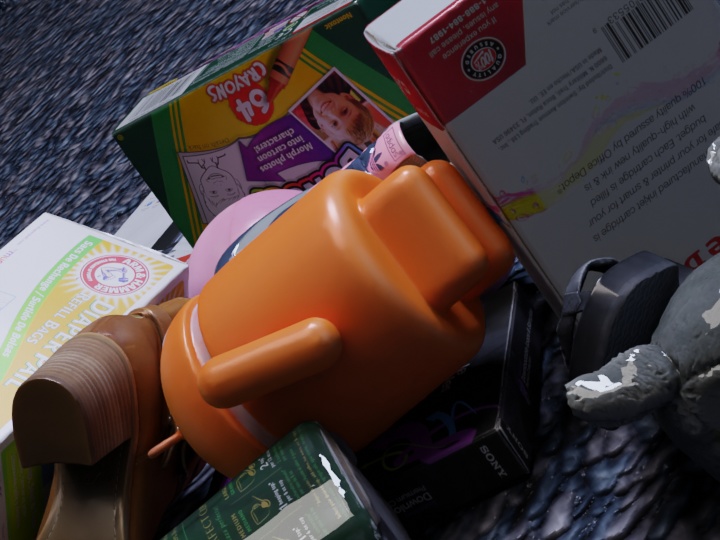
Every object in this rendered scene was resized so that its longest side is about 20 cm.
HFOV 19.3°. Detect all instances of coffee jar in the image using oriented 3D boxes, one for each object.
[{"bbox_3d":[-0.070,0.167,0.981,0.199,0.085,0.105,-35,41,3],"label":"coffee jar"}]

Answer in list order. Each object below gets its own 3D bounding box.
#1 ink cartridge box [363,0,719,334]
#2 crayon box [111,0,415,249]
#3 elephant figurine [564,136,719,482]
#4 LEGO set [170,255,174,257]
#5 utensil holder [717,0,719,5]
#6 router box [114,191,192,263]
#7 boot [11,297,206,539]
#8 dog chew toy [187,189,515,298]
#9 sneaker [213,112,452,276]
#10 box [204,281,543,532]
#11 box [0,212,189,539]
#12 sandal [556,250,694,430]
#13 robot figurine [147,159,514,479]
[{"bbox_3d":[0.118,-0.075,1.051,0.145,0.201,0.083,-36,17,-2],"label":"ink cartridge box"},{"bbox_3d":[-0.024,-0.064,1.301,0.199,0.173,0.058,-24,19,32],"label":"crayon box"},{"bbox_3d":[0.184,0.010,0.856,0.141,0.155,0.201,-39,20,24],"label":"elephant figurine"},{"bbox_3d":[-0.211,0.051,1.382,0.153,0.117,0.200,16,41,28],"label":"LEGO set"},{"bbox_3d":[0.224,-0.221,1.254,0.199,0.170,0.170,-34,19,14],"label":"utensil holder"},{"bbox_3d":[-0.111,-0.023,1.540,0.199,0.049,0.180,-18,27,43],"label":"router box"},{"bbox_3d":[-0.121,0.120,1.107,0.076,0.202,0.155,-2,14,23],"label":"boot"},{"bbox_3d":[0.000,0.000,1.213,0.198,0.125,0.125,-19,25,20],"label":"dog chew toy"},{"bbox_3d":[0.004,-0.042,1.120,0.199,0.082,0.070,-30,61,-4],"label":"sneaker"},{"bbox_3d":[0.003,0.095,1.108,0.199,0.036,0.143,-30,22,23],"label":"box"},{"bbox_3d":[-0.185,0.073,1.159,0.101,0.113,0.200,19,38,22],"label":"box"},{"bbox_3d":[0.112,0.026,0.938,0.200,0.043,0.077,7,-75,-76],"label":"sandal"},{"bbox_3d":[-0.020,0.030,1.045,0.200,0.116,0.144,-41,29,23],"label":"robot figurine"}]
